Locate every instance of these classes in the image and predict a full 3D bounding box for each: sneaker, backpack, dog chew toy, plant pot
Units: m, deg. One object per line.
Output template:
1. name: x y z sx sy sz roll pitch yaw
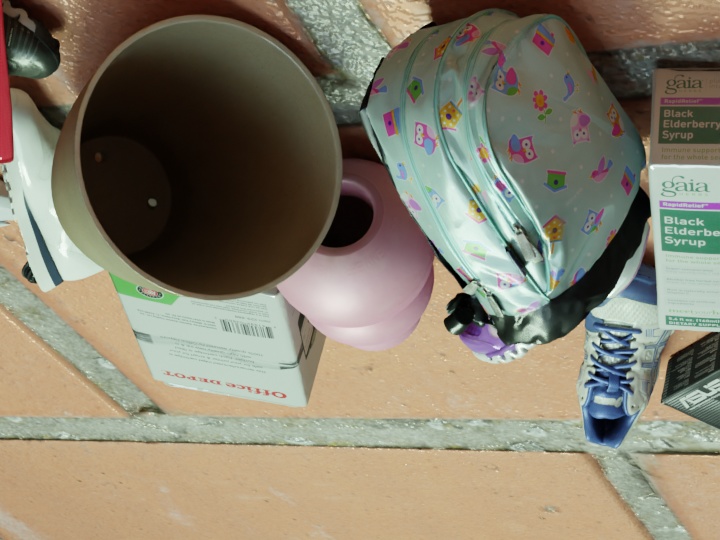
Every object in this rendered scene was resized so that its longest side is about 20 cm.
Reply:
1. sneaker: 0.206 0.070 1.269 0.075 0.088 0.200 9 149 15
2. backpack: 0.096 -0.071 1.021 0.127 0.167 0.200 -7 129 43
3. sneaker: -0.310 -0.158 1.120 0.200 0.091 0.066 20 152 -7
4. sneaker: 0.124 -0.002 1.205 0.088 0.081 0.200 31 143 -14
5. sneaker: -0.238 -0.070 1.273 0.080 0.076 0.200 -15 141 -6
6. dog chew toy: 0.000 0.000 1.223 0.124 0.125 0.200 8 158 13
7. plant pot: -0.142 -0.066 1.138 0.187 0.187 0.200 29 162 -23

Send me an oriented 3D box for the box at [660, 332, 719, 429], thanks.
1. box: 0.356 0.085 1.266 0.160 0.044 0.200 24 150 -15

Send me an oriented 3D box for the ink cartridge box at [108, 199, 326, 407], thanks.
1. ink cartridge box: -0.113 0.025 1.348 0.146 0.084 0.200 10 151 10

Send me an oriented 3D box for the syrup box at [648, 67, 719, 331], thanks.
1. syrup box: 0.232 -0.042 1.064 0.079 0.081 0.200 1 149 13

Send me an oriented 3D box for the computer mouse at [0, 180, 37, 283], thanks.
1. computer mouse: -0.328 -0.053 1.361 0.200 0.044 0.110 29 149 -22

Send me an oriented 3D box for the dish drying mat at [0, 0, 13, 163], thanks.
1. dish drying mat: -0.275 -0.157 1.079 0.077 0.018 0.200 -7 127 -14
